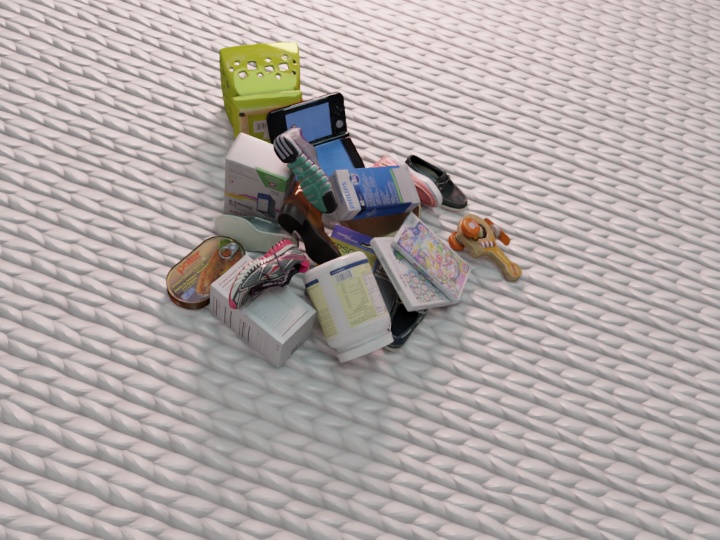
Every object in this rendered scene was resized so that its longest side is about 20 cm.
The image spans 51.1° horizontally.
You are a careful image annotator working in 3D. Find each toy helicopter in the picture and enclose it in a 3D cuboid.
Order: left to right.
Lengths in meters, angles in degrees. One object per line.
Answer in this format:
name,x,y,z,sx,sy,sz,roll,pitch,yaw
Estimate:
toy helicopter,0.318,-0.058,1.824,0.200,0.079,0.132,47,50,7

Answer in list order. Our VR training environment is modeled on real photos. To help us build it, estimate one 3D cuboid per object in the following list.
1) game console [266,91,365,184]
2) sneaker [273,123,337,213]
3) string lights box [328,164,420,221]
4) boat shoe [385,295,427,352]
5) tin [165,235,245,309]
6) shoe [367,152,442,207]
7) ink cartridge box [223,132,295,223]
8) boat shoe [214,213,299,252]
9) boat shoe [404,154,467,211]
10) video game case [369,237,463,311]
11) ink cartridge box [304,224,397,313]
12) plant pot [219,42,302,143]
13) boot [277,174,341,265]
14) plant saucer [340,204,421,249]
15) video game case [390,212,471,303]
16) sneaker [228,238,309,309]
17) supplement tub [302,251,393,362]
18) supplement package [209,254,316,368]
game console,-0.102,-0.303,1.776,0.199,0.173,0.119,-21,40,-18
sneaker,-0.100,-0.221,1.618,0.201,0.074,0.088,56,40,-20
string lights box,0.030,-0.180,1.724,0.199,0.059,0.103,-9,73,-31
boat shoe,0.107,0.089,1.669,0.075,0.062,0.200,31,55,10
tin,-0.337,0.004,1.645,0.112,0.042,0.200,39,57,10
shoe,0.105,-0.208,1.869,0.091,0.072,0.200,-35,65,-28
ink cartridge box,-0.227,-0.194,1.704,0.144,0.200,0.088,20,57,0
boat shoe,-0.234,-0.087,1.720,0.199,0.073,0.062,17,30,1
boat shoe,0.192,-0.227,1.899,0.199,0.066,0.074,40,56,15
video game case,0.129,0.003,1.694,0.199,0.024,0.183,-4,59,-50
ink cartridge box,0.000,0.000,1.702,0.196,0.047,0.201,20,65,3
plant pot,-0.237,-0.421,1.854,0.198,0.199,0.183,-7,62,-10
boot,-0.091,-0.123,1.690,0.188,0.068,0.201,39,41,-17
plant saucer,0.045,-0.141,1.799,0.198,0.029,0.202,1,74,-3
video game case,0.165,-0.032,1.727,0.200,0.018,0.143,42,37,-7
sneaker,-0.186,0.012,1.510,0.075,0.081,0.200,40,57,13
supplement tub,-0.023,0.076,1.569,0.144,0.145,0.201,-20,87,-24
supplement package,-0.206,0.085,1.573,0.200,0.110,0.114,38,57,14
